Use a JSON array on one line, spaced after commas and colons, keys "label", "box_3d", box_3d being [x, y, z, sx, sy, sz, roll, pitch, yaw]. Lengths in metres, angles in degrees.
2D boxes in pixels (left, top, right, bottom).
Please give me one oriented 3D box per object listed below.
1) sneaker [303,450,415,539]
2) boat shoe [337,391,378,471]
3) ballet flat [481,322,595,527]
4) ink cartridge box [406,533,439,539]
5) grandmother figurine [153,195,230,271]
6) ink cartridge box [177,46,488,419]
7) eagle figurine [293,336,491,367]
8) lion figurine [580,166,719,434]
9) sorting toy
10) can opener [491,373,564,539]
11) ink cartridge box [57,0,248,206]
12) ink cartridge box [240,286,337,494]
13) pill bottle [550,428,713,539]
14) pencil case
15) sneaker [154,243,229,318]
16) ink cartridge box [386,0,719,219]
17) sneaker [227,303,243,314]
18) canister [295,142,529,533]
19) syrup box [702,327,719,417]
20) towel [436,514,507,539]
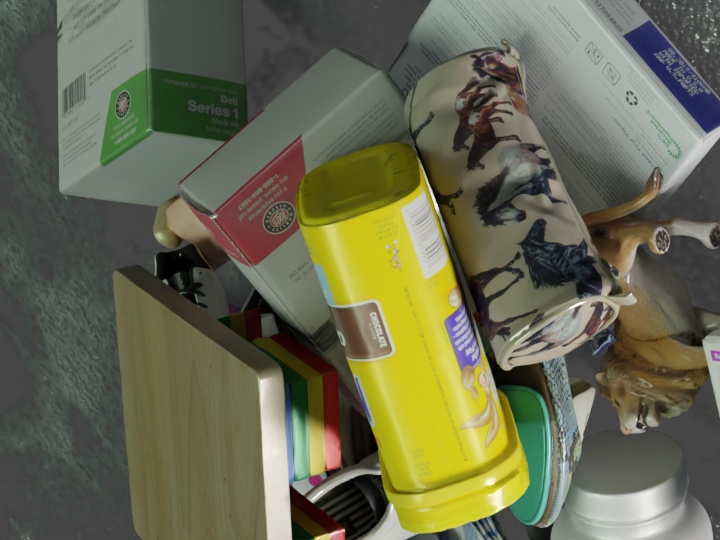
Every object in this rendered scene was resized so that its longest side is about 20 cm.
[{"label": "sneaker", "box_3d": [0.029, 0.151, 1.756, 0.073, 0.200, 0.071, 52, 169, 11]}, {"label": "boat shoe", "box_3d": [0.012, 0.104, 1.833, 0.075, 0.073, 0.201, -118, 16, -80]}, {"label": "ballet flat", "box_3d": [0.117, 0.062, 1.620, 0.074, 0.074, 0.201, 6, 111, 48]}, {"label": "ink cartridge box", "box_3d": [0.025, 0.287, 1.927, 0.146, 0.084, 0.201, 25, 136, 64]}, {"label": "grandmother figurine", "box_3d": [-0.079, -0.061, 1.860, 0.121, 0.061, 0.200, 29, 148, -24]}, {"label": "ink cartridge box", "box_3d": [0.001, -0.019, 1.639, 0.200, 0.146, 0.083, 52, 172, -26]}, {"label": "eagle figurine", "box_3d": [0.002, 0.000, 1.744, 0.151, 0.151, 0.201, -24, 83, 28]}, {"label": "lion figurine", "box_3d": [0.175, 0.015, 1.571, 0.122, 0.072, 0.201, 5, 131, 44]}, {"label": "sorting toy", "box_3d": [-0.082, 0.114, 1.671, 0.199, 0.069, 0.201, 32, 131, 52]}, {"label": "can opener", "box_3d": [0.093, 0.127, 1.723, 0.200, 0.066, 0.053, 57, -174, -48]}, {"label": "ink cartridge box", "box_3d": [-0.148, -0.164, 1.773, 0.146, 0.084, 0.201, -26, 62, 55]}, {"label": "ink cartridge box", "box_3d": [-0.039, 0.097, 1.884, 0.037, 0.095, 0.201, -7, 116, 18]}, {"label": "pill bottle", "box_3d": [0.183, 0.211, 1.690, 0.108, 0.109, 0.201, 19, 128, 42]}, {"label": "pencil case", "box_3d": [0.091, -0.042, 1.525, 0.078, 0.089, 0.201, 63, -175, -65]}, {"label": "sneaker", "box_3d": [-0.124, 0.047, 1.841, 0.200, 0.073, 0.080, -117, 12, -65]}, {"label": "ink cartridge box", "box_3d": [0.119, -0.109, 1.596, 0.200, 0.041, 0.200, 51, 144, 11]}, {"label": "sneaker", "box_3d": [-0.093, 0.109, 1.986, 0.088, 0.080, 0.201, -1, 113, 42]}, {"label": "canister", "box_3d": [0.029, 0.036, 1.532, 0.149, 0.086, 0.201, -96, -12, -74]}, {"label": "syrup box", "box_3d": [0.278, 0.115, 1.531, 0.081, 0.079, 0.201, 9, 121, 48]}, {"label": "towel", "box_3d": [0.096, 0.236, 1.813, 0.200, 0.024, 0.147, -122, 19, -49]}]
